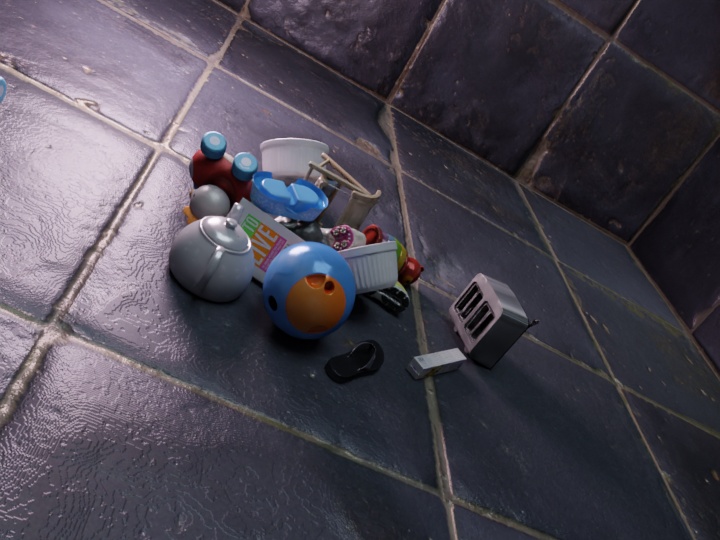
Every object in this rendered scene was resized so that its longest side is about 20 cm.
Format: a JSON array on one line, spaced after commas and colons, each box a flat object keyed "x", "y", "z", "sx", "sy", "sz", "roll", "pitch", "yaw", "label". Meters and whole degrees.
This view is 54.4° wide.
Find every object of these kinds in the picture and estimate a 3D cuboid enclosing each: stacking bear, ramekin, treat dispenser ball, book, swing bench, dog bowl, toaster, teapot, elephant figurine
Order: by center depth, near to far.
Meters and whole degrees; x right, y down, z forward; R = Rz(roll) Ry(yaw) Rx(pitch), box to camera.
[{"x": -0.297, "y": -0.042, "z": 1.462, "sx": 0.195, "sy": 0.147, "sz": 0.201, "roll": -2, "pitch": 44, "yaw": -50, "label": "teapot"}, {"x": -0.108, "y": 0.043, "z": 1.478, "sx": 0.198, "sy": 0.203, "sz": 0.202, "roll": 26, "pitch": 27, "yaw": -14, "label": "treat dispenser ball"}, {"x": -0.221, "y": -0.051, "z": 1.594, "sx": 0.198, "sy": 0.135, "sz": 0.048, "roll": 34, "pitch": -7, "yaw": 1, "label": "book"}, {"x": -0.172, "y": -0.171, "z": 1.652, "sx": 0.197, "sy": 0.050, "sz": 0.113, "roll": 9, "pitch": 39, "yaw": -35, "label": "dog bowl"}, {"x": -0.198, "y": -0.078, "z": 1.689, "sx": 0.198, "sy": 0.154, "sz": 0.145, "roll": -14, "pitch": 84, "yaw": -44, "label": "elephant figurine"}, {"x": 0.000, "y": 0.000, "z": 1.692, "sx": 0.199, "sy": 0.197, "sz": 0.108, "roll": -12, "pitch": 90, "yaw": -56, "label": "ramekin"}, {"x": -0.080, "y": -0.165, "z": 1.862, "sx": 0.198, "sy": 0.201, "sz": 0.130, "roll": 34, "pitch": 26, "yaw": 2, "label": "swing bench"}, {"x": 0.346, "y": 0.128, "z": 1.874, "sx": 0.117, "sy": 0.201, "sz": 0.182, "roll": 22, "pitch": 28, "yaw": -31, "label": "toaster"}, {"x": 0.086, "y": -0.030, "z": 1.946, "sx": 0.198, "sy": 0.121, "sz": 0.115, "roll": 33, "pitch": 31, "yaw": -25, "label": "stacking bear"}, {"x": -0.186, "y": -0.300, "z": 1.979, "sx": 0.195, "sy": 0.100, "sz": 0.201, "roll": 0, "pitch": -5, "yaw": 0, "label": "ramekin"}]

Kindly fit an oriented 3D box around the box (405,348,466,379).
[{"x": 0.187, "y": 0.226, "z": 1.703, "sx": 0.198, "sy": 0.039, "sz": 0.042, "roll": -3, "pitch": 45, "yaw": -51, "label": "box"}]

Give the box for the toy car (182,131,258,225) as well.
[{"x": -0.358, "y": -0.181, "z": 1.652, "sx": 0.175, "sy": 0.185, "sz": 0.202, "roll": 33, "pitch": 54, "yaw": -1, "label": "toy car"}]

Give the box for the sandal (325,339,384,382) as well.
[{"x": 0.000, "y": 0.194, "z": 1.532, "sx": 0.076, "sy": 0.043, "sz": 0.199, "roll": 42, "pitch": 27, "yaw": 15, "label": "sandal"}]

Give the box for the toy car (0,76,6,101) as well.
[{"x": -0.851, "y": -0.368, "z": 1.390, "sx": 0.180, "sy": 0.178, "sz": 0.203, "roll": 18, "pitch": 60, "yaw": -1, "label": "toy car"}]

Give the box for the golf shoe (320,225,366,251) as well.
[{"x": -0.071, "y": -0.073, "z": 1.783, "sx": 0.197, "sy": 0.077, "sz": 0.090, "roll": 2, "pitch": -1, "yaw": 42, "label": "golf shoe"}]

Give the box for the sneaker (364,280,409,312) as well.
[{"x": 0.044, "y": 0.030, "z": 1.838, "sx": 0.199, "sy": 0.079, "sz": 0.090, "roll": 40, "pitch": 17, "yaw": -2, "label": "sneaker"}]
